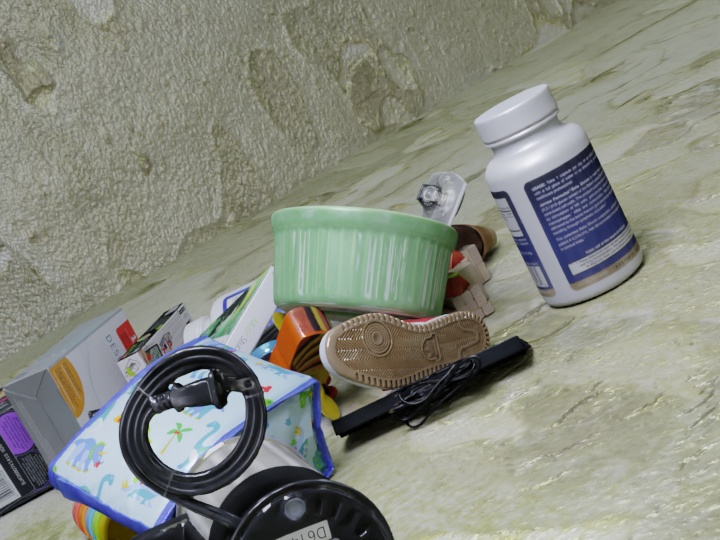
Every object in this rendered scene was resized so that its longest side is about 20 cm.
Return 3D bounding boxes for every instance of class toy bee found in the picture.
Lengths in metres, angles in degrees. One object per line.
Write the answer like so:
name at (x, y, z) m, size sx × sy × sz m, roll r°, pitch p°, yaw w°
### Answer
toy bee at (-0.065, 0.105, 1.352) m, size 0.108 × 0.132 × 0.200 m, roll -6°, pitch -17°, yaw -37°

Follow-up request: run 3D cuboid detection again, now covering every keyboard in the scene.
keyboard at (0.066, 0.119, 1.188) m, size 0.199 × 0.040 × 0.104 m, roll -27°, pitch -13°, yaw 12°

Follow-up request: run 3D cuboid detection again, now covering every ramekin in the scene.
ramekin at (0.000, 0.000, 1.358) m, size 0.198 × 0.099 × 0.200 m, roll 6°, pitch -8°, yaw 1°

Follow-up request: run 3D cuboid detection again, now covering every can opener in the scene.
can opener at (0.077, -0.018, 1.503) m, size 0.053 × 0.067 × 0.202 m, roll 18°, pitch 83°, yaw 36°

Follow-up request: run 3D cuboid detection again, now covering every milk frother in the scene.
milk frother at (-0.085, 0.145, 0.897) m, size 0.179 × 0.202 × 0.188 m, roll 0°, pitch 2°, yaw -18°

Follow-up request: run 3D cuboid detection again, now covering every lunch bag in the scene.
lunch bag at (-0.150, 0.162, 1.143) m, size 0.169 × 0.129 × 0.199 m, roll 13°, pitch 30°, yaw 43°

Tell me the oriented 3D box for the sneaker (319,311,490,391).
sneaker at (0.019, 0.081, 1.240) m, size 0.199 × 0.072 × 0.112 m, roll -2°, pitch -10°, yaw -40°

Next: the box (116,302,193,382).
box at (-0.248, 0.126, 1.702) m, size 0.034 × 0.111 × 0.200 m, roll -25°, pitch 11°, yaw 15°

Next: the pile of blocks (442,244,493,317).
pile of blocks at (0.100, 0.015, 1.466) m, size 0.081 × 0.063 × 0.200 m, roll -26°, pitch 10°, yaw 11°

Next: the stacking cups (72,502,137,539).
stacking cups at (-0.249, 0.251, 1.278) m, size 0.060 × 0.061 × 0.200 m, roll -33°, pitch 8°, yaw -25°

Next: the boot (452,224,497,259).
boot at (0.060, -0.019, 1.641) m, size 0.199 × 0.073 × 0.166 m, roll -10°, pitch 7°, yaw 37°

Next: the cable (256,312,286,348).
cable at (-0.130, 0.116, 1.560) m, size 0.200 × 0.050 × 0.097 m, roll -41°, pitch 0°, yaw -11°

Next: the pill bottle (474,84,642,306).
pill bottle at (0.192, -0.076, 1.286) m, size 0.110 × 0.201 × 0.111 m, roll -26°, pitch 11°, yaw 6°

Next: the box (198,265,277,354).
box at (-0.160, 0.093, 1.449) m, size 0.200 × 0.036 × 0.145 m, roll -39°, pitch 18°, yaw 49°

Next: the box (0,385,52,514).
box at (-0.457, 0.225, 1.731) m, size 0.105 × 0.123 × 0.200 m, roll -28°, pitch 10°, yaw 2°

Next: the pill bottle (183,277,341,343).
pill bottle at (-0.121, 0.067, 1.648) m, size 0.199 × 0.113 × 0.112 m, roll -25°, pitch 11°, yaw 17°

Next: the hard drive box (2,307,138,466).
hard drive box at (-0.340, 0.161, 1.647) m, size 0.076 × 0.157 × 0.200 m, roll -23°, pitch 13°, yaw 23°
